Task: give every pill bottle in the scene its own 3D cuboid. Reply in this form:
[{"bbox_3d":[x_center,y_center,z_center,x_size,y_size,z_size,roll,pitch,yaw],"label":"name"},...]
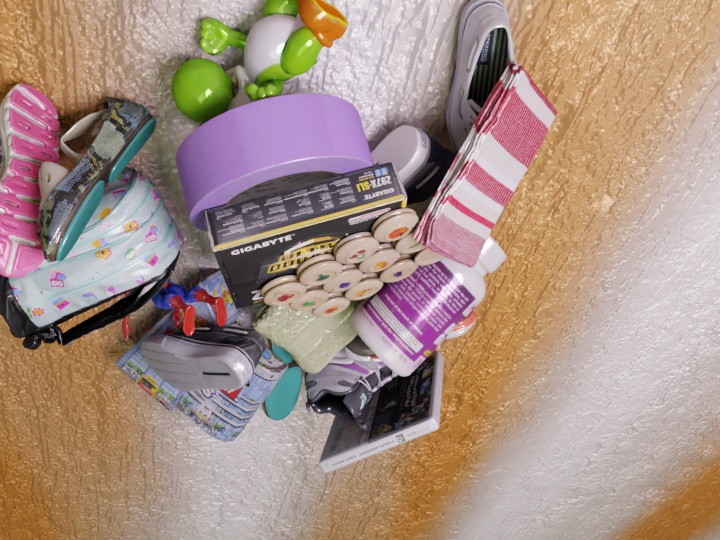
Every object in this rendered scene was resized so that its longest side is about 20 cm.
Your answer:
[{"bbox_3d":[0.088,0.027,0.832,0.200,0.112,0.112,-46,126,5],"label":"pill bottle"}]

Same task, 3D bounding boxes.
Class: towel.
[{"bbox_3d":[0.140,-0.102,0.701,0.143,0.023,0.203,15,106,-57],"label":"towel"},{"bbox_3d":[-0.036,0.039,0.868,0.199,0.037,0.148,-42,129,3],"label":"towel"}]

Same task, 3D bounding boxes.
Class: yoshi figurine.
[{"bbox_3d":[-0.113,-0.203,0.636,0.111,0.113,0.199,39,122,-16],"label":"yoshi figurine"}]

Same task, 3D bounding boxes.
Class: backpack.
[{"bbox_3d":[-0.305,-0.024,0.740,0.196,0.169,0.128,-21,133,2],"label":"backpack"}]

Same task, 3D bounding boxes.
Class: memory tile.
[{"bbox_3d":[0.000,0.000,0.734,0.198,0.017,0.153,-30,156,20],"label":"memory tile"}]

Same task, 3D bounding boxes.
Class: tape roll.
[{"bbox_3d":[-0.086,-0.103,0.677,0.196,0.067,0.200,-17,170,-3],"label":"tape roll"}]

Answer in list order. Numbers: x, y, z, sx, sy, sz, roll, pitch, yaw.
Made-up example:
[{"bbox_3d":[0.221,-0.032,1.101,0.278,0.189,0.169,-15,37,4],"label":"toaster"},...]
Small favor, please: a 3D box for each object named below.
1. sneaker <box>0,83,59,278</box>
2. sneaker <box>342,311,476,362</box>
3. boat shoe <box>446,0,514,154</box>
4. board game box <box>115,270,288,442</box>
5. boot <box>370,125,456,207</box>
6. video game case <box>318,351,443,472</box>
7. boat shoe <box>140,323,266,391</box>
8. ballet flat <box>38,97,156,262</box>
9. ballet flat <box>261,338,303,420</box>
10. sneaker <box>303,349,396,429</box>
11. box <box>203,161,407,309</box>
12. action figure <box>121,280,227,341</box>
[{"bbox_3d":[-0.354,-0.083,0.665,0.086,0.205,0.073,-20,159,32],"label":"sneaker"},{"bbox_3d":[0.062,0.063,0.929,0.196,0.077,0.083,-18,119,0],"label":"sneaker"},{"bbox_3d":[0.129,-0.182,0.702,0.072,0.068,0.203,-10,133,3],"label":"boat shoe"},{"bbox_3d":[-0.207,0.112,0.891,0.199,0.062,0.201,38,117,3],"label":"board game box"},{"bbox_3d":[0.023,-0.088,0.778,0.198,0.074,0.089,-30,149,34],"label":"boot"},{"bbox_3d":[0.037,0.204,0.967,0.179,0.200,0.024,-26,103,17],"label":"video game case"},{"bbox_3d":[-0.192,0.104,0.814,0.197,0.071,0.073,2,122,36],"label":"boat shoe"},{"bbox_3d":[-0.279,-0.098,0.653,0.073,0.203,0.075,12,142,10],"label":"ballet flat"},{"bbox_3d":[-0.120,0.127,0.954,0.069,0.071,0.204,1,124,-7],"label":"ballet flat"},{"bbox_3d":[0.012,0.169,0.958,0.195,0.141,0.079,-14,128,7],"label":"sneaker"},{"bbox_3d":[-0.055,-0.032,0.703,0.196,0.050,0.160,-16,159,-9],"label":"box"},{"bbox_3d":[-0.239,0.052,0.801,0.064,0.198,0.101,-12,115,-40],"label":"action figure"}]
